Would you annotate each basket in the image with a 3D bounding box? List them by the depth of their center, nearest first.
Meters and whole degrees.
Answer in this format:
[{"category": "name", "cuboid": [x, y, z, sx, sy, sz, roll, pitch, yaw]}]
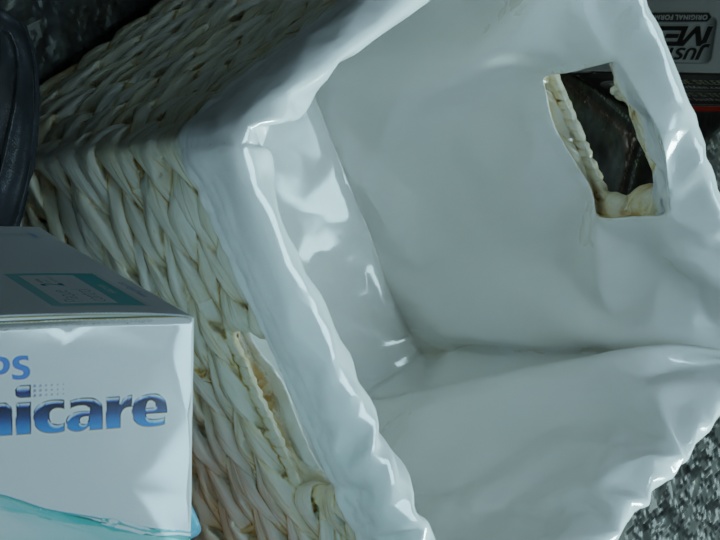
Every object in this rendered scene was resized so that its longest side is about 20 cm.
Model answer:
[{"category": "basket", "cuboid": [0.000, 0.000, 0.931, 0.200, 0.161, 0.198, -42, 116, -41]}]

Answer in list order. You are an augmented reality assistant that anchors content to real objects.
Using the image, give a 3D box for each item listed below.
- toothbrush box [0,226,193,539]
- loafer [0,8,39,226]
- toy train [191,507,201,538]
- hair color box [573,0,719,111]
[{"category": "toothbrush box", "cuboid": [-0.105, 0.097, 0.739, 0.085, 0.146, 0.200, -4, 100, -21]}, {"category": "loafer", "cuboid": [-0.153, 0.003, 0.828, 0.070, 0.068, 0.201, 45, 62, -52]}, {"category": "toy train", "cuboid": [-0.125, 0.145, 0.850, 0.200, 0.056, 0.150, -30, 106, -8]}, {"category": "hair color box", "cuboid": [0.160, -0.170, 1.202, 0.061, 0.101, 0.200, 24, 75, -51]}]
